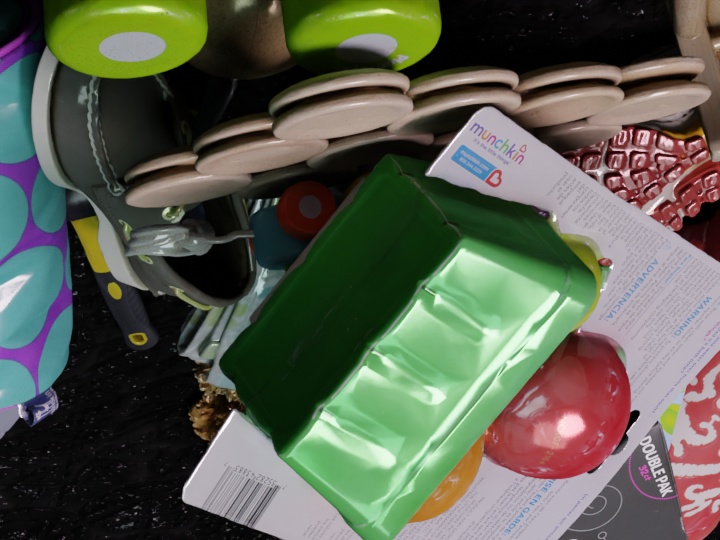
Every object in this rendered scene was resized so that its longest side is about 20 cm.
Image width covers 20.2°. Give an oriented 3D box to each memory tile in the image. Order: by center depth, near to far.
[{"bbox_3d":[0.023,-0.053,0.776,0.200,0.017,0.153,-5,171,-37],"label":"memory tile"}]

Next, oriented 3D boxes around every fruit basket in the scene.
[{"bbox_3d":[0.047,0.042,0.793,0.185,0.094,0.200,-51,140,12],"label":"fruit basket"}]

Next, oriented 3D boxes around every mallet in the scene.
[{"bbox_3d":[-0.142,-0.006,1.029,0.066,0.041,0.200,-7,152,-4],"label":"mallet"}]

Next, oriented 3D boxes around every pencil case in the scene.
[{"bbox_3d":[-0.175,-0.028,0.889,0.085,0.092,0.200,18,130,20],"label":"pencil case"}]

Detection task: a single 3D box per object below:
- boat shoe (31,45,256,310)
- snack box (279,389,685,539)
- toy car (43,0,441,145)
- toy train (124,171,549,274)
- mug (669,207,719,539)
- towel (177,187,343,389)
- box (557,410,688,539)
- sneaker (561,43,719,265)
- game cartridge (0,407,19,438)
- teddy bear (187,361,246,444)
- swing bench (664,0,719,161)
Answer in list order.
[{"bbox_3d":[-0.091,-0.045,0.893,0.060,0.072,0.202,22,159,19],"label":"boat shoe"},{"bbox_3d":[0.060,0.080,1.038,0.200,0.053,0.142,-3,128,-16],"label":"snack box"},{"bbox_3d":[-0.062,-0.124,0.769,0.158,0.165,0.200,-1,159,-14],"label":"toy car"},{"bbox_3d":[0.000,0.000,0.875,0.150,0.056,0.200,-16,172,33],"label":"toy train"},{"bbox_3d":[0.182,0.047,1.116,0.177,0.134,0.200,7,141,-28],"label":"mug"},{"bbox_3d":[0.023,-0.003,1.024,0.200,0.048,0.171,8,127,-24],"label":"towel"},{"bbox_3d":[0.072,0.128,0.964,0.148,0.124,0.200,-20,128,-1],"label":"box"},{"bbox_3d":[0.139,-0.061,0.965,0.200,0.082,0.078,-15,123,-2],"label":"sneaker"},{"bbox_3d":[-0.235,0.043,1.076,0.133,0.041,0.200,8,144,-20],"label":"game cartridge"},{"bbox_3d":[-0.020,0.069,1.146,0.200,0.067,0.145,-30,141,26],"label":"teddy bear"},{"bbox_3d":[0.213,-0.161,0.803,0.199,0.130,0.200,-16,156,8],"label":"swing bench"}]
